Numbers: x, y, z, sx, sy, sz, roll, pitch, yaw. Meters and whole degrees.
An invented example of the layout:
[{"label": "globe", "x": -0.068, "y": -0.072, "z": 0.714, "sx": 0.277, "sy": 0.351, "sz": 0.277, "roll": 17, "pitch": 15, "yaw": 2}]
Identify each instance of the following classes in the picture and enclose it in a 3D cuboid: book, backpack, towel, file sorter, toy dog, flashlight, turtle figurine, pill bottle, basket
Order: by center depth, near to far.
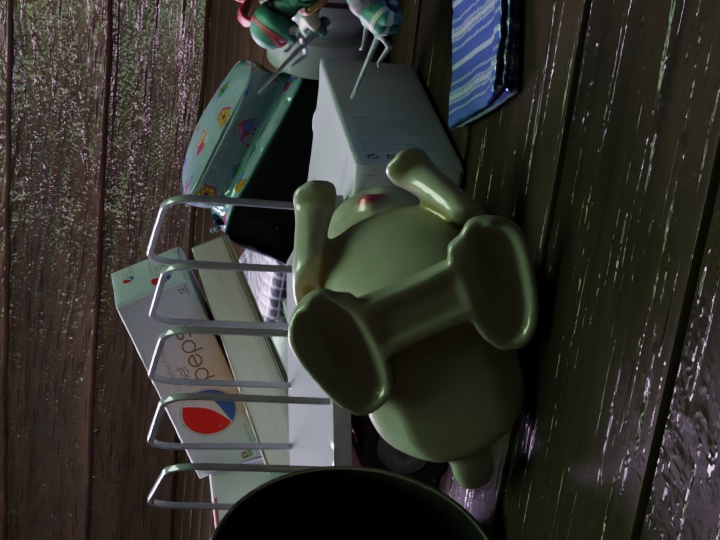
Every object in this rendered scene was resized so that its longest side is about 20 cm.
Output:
[{"label": "toy dog", "x": 0.036, "y": 0.016, "z": 0.952, "sx": 0.194, "sy": 0.139, "sz": 0.200, "roll": 56, "pitch": -176, "yaw": -25}, {"label": "towel", "x": 0.074, "y": -0.200, "z": 1.006, "sx": 0.145, "sy": 0.024, "sz": 0.200, "roll": 162, "pitch": 109, "yaw": -80}, {"label": "basket", "x": -0.003, "y": 0.210, "z": 1.025, "sx": 0.200, "sy": 0.180, "sz": 0.136, "roll": 88, "pitch": -171, "yaw": -75}, {"label": "file sorter", "x": -0.083, "y": 0.062, "z": 1.088, "sx": 0.139, "sy": 0.124, "sz": 0.200, "roll": 124, "pitch": 146, "yaw": -66}, {"label": "turtle figurine", "x": -0.017, "y": -0.213, "z": 1.139, "sx": 0.200, "sy": 0.101, "sz": 0.150, "roll": -53, "pitch": 31, "yaw": 1}, {"label": "flashlight", "x": 0.020, "y": 0.100, "z": 1.152, "sx": 0.068, "sy": 0.068, "sz": 0.200, "roll": 63, "pitch": 180, "yaw": -13}, {"label": "pill bottle", "x": -0.026, "y": -0.271, "z": 1.327, "sx": 0.110, "sy": 0.109, "sz": 0.200, "roll": -106, "pitch": 21, "yaw": -60}, {"label": "book", "x": -0.099, "y": 0.069, "z": 1.365, "sx": 0.134, "sy": 0.048, "sz": 0.200, "roll": -177, "pitch": 66, "yaw": -83}, {"label": "backpack", "x": -0.080, "y": -0.105, "z": 1.448, "sx": 0.200, "sy": 0.153, "sz": 0.176, "roll": -126, "pitch": 60, "yaw": -84}, {"label": "towel", "x": -0.086, "y": 0.000, "z": 1.678, "sx": 0.200, "sy": 0.085, "sz": 0.166, "roll": -103, "pitch": 19, "yaw": -55}]

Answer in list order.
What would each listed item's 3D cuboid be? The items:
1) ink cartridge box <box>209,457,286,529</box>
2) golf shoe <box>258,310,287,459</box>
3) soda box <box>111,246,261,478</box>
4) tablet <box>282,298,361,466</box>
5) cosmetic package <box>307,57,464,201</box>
[{"label": "ink cartridge box", "x": -0.068, "y": 0.282, "z": 1.383, "sx": 0.145, "sy": 0.083, "sz": 0.200, "roll": -120, "pitch": 16, "yaw": -73}, {"label": "golf shoe", "x": -0.050, "y": 0.136, "z": 1.551, "sx": 0.088, "sy": 0.077, "sz": 0.200, "roll": 27, "pitch": 119, "yaw": 57}, {"label": "soda box", "x": -0.150, "y": 0.083, "z": 1.381, "sx": 0.064, "sy": 0.068, "sz": 0.200, "roll": -113, "pitch": 2, "yaw": -59}, {"label": "tablet", "x": -0.020, "y": 0.112, "z": 1.228, "sx": 0.200, "sy": 0.014, "sz": 0.130, "roll": -116, "pitch": 1, "yaw": -65}, {"label": "cosmetic package", "x": 0.013, "y": -0.071, "z": 1.166, "sx": 0.200, "sy": 0.081, "sz": 0.113, "roll": -103, "pitch": 19, "yaw": -59}]
